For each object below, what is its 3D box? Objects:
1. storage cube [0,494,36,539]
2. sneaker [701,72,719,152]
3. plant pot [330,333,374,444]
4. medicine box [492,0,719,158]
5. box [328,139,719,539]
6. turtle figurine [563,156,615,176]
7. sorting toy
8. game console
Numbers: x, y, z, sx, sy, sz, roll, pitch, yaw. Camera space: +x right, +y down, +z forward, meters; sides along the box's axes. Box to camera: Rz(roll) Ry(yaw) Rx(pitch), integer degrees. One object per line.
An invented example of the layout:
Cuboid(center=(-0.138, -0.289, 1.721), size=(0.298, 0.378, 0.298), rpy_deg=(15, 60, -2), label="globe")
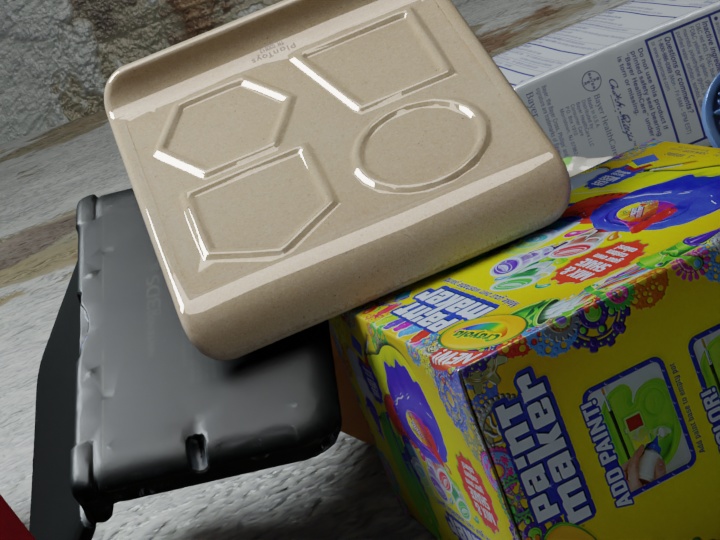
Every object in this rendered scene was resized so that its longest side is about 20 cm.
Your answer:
Cuboid(center=(-0.260, 0.140, 0.686), size=(0.199, 0.180, 0.171), rpy_deg=(-26, 18, 27), label="storage cube")
Cuboid(center=(0.251, -0.044, 0.817), size=(0.199, 0.071, 0.078), rpy_deg=(24, 2, -1), label="sneaker")
Cuboid(center=(0.000, 0.000, 0.924), size=(0.199, 0.140, 0.201), rpy_deg=(-32, 34, 25), label="plant pot")
Cuboid(center=(0.201, -0.142, 1.357), size=(0.199, 0.104, 0.182), rpy_deg=(-22, 13, -5), label="medicine box")
Cuboid(center=(0.111, 0.040, 0.744), size=(0.192, 0.123, 0.200), rpy_deg=(-25, 14, -13), label="box")
Cuboid(center=(0.071, -0.021, 1.144), size=(0.192, 0.202, 0.144), rpy_deg=(7, 1, 24), label="turtle figurine")
Cuboid(center=(-0.017, -0.057, 0.815), size=(0.184, 0.037, 0.201), rpy_deg=(-23, 47, -4), label="sorting toy")
Cuboid(center=(-0.092, 0.061, 0.822), size=(0.174, 0.117, 0.201), rpy_deg=(-13, 42, 2), label="game console")
